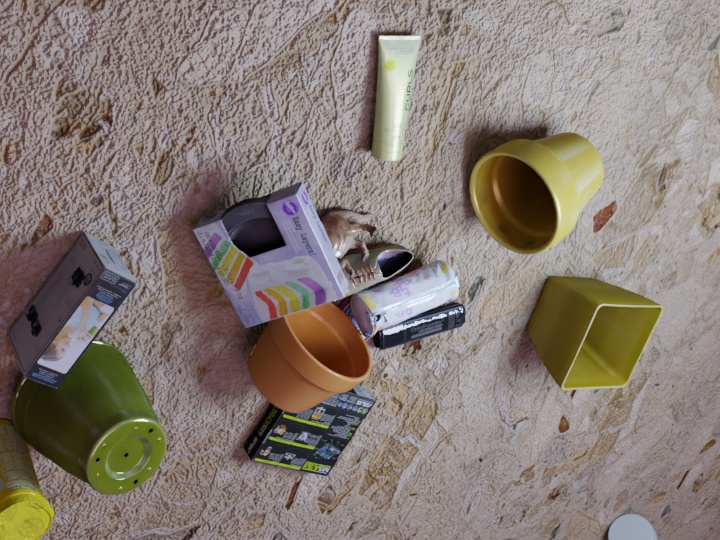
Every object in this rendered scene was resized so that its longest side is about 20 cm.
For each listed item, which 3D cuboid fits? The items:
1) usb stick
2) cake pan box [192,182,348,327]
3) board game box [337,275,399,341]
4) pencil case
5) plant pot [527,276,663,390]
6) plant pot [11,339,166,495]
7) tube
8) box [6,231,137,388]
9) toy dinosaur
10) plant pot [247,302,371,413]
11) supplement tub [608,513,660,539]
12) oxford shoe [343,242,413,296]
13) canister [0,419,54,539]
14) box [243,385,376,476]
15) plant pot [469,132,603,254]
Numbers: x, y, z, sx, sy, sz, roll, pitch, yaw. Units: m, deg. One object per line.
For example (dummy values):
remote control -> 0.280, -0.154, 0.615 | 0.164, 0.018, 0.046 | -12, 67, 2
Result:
usb stick -> 0.116, 0.108, 1.736 | 0.199, 0.033, 0.056 | -14, 118, -24
cake pan box -> -0.139, -0.024, 1.396 | 0.183, 0.052, 0.201 | -17, 114, 14
board game box -> 0.000, 0.083, 1.656 | 0.200, 0.019, 0.103 | -50, 133, 5
pencil case -> 0.080, 0.048, 1.611 | 0.199, 0.091, 0.083 | -22, 89, -25
plant pot -> 0.468, 0.114, 1.866 | 0.199, 0.176, 0.201 | 2, 117, -34
plant pot -> -0.397, 0.237, 1.362 | 0.200, 0.193, 0.201 | -22, 126, -33
tube -> 0.052, -0.278, 1.440 | 0.058, 0.052, 0.201 | -44, 145, -60
box -> -0.425, 0.057, 1.308 | 0.200, 0.117, 0.060 | -52, 134, 5
toy dinosaur -> -0.057, -0.051, 1.499 | 0.200, 0.135, 0.086 | -55, 168, -21
plant pot -> -0.099, 0.149, 1.533 | 0.200, 0.200, 0.140 | 25, 120, -40
supplement tub -> 0.789, 0.790, 2.533 | 0.132, 0.132, 0.200 | -41, 132, -3
oxford shoe -> 0.000, 0.000, 1.553 | 0.199, 0.074, 0.071 | -27, 100, -20
canister -> -0.556, 0.335, 1.344 | 0.148, 0.200, 0.087 | -36, 132, -7
box -> -0.094, 0.295, 1.715 | 0.200, 0.048, 0.194 | 22, 108, -40
plant pot -> 0.331, -0.157, 1.608 | 0.189, 0.200, 0.201 | -32, 133, -32
